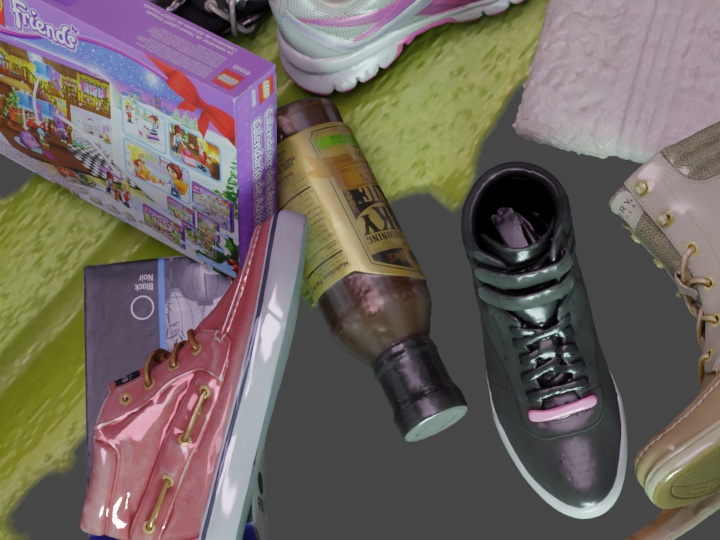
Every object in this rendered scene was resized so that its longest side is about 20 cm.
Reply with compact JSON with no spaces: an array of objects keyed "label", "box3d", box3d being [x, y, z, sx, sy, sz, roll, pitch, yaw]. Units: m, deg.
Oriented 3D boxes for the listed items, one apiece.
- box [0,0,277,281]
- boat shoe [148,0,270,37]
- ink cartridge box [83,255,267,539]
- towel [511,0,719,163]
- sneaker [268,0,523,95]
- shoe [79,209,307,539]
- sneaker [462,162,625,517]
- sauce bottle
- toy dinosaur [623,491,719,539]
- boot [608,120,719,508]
[{"label":"box","box3d":[-0.134,-0.092,1.540,0.199,0.137,0.039,28,50,25]},{"label":"boat shoe","box3d":[-0.071,-0.173,1.597,0.060,0.074,0.200,37,77,22]},{"label":"ink cartridge box","box3d":[-0.105,0.092,1.554,0.099,0.039,0.202,-6,76,9]},{"label":"towel","box3d":[0.173,-0.154,1.563,0.132,0.034,0.201,14,81,15]},{"label":"sneaker","box3d":[0.032,-0.182,1.558,0.199,0.088,0.082,-33,56,1]},{"label":"shoe","box3d":[-0.090,0.058,1.496,0.090,0.071,0.202,13,86,3]},{"label":"sneaker","box3d":[0.095,0.033,1.490,0.070,0.099,0.201,-14,75,5]},{"label":"sauce bottle","box3d":[0.000,0.000,1.544,0.064,0.065,0.201,-28,75,3]},{"label":"toy dinosaur","box3d":[0.195,0.112,1.485,0.106,0.061,0.200,29,69,26]},{"label":"boot","box3d":[0.182,0.019,1.454,0.200,0.072,0.155,-39,69,-19]}]
